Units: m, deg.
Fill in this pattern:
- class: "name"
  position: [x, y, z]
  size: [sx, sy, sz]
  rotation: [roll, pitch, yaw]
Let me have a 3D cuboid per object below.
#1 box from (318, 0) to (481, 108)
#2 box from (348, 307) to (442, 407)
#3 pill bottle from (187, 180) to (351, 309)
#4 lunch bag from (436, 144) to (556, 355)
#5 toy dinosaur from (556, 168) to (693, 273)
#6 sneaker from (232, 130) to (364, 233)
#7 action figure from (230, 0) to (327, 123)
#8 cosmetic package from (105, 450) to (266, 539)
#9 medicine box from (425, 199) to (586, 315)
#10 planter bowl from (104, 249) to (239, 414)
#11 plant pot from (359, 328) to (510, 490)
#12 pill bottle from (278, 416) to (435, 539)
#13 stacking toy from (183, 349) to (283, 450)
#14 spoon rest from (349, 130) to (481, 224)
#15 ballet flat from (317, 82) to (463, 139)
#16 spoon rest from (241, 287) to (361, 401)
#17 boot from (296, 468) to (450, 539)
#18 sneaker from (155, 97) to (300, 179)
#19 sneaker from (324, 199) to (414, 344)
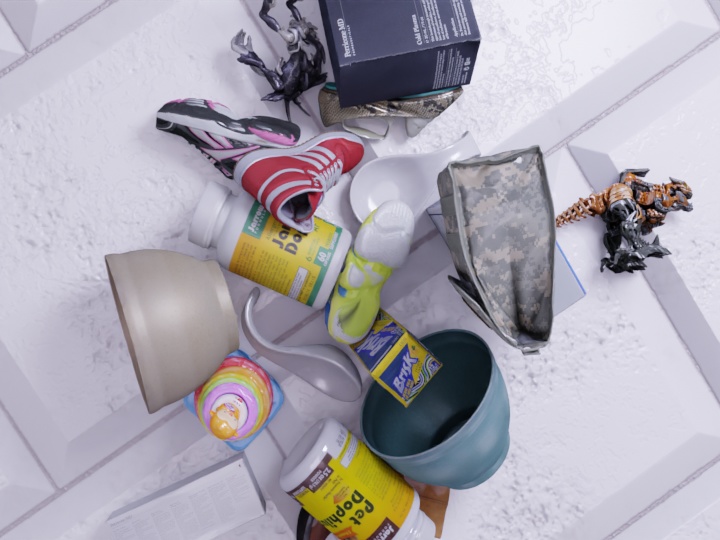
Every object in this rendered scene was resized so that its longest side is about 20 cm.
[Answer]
- class: "box"
  position: [0.040, -0.336, 1.055]
  size: [0.178, 0.104, 0.204]
  rotation: [-10, 72, -4]
- class: "box"
  position: [0.036, 0.102, 1.044]
  size: [0.064, 0.200, 0.070]
  rotation: [41, 89, -13]
- class: "pill bottle"
  position: [-0.119, -0.038, 1.074]
  size: [0.197, 0.113, 0.115]
  rotation: [24, 90, -4]
- class: "lunch bag"
  position: [0.147, -0.018, 0.871]
  size: [0.115, 0.164, 0.205]
  rotation: [-11, 94, 4]
- class: "toy dinosaur"
  position: [0.364, -0.072, 1.138]
  size: [0.195, 0.102, 0.139]
  rotation: [-12, 77, 14]
- class: "sneaker"
  position: [-0.053, -0.113, 1.049]
  size: [0.197, 0.072, 0.113]
  rotation: [-20, 51, -35]
- class: "action figure"
  position: [-0.100, -0.301, 1.076]
  size: [0.117, 0.102, 0.203]
  rotation: [-24, 135, -30]
- class: "cosmetic package"
  position: [-0.231, 0.325, 1.106]
  size: [0.196, 0.051, 0.084]
  rotation: [-23, 95, -4]
- class: "medicine box"
  position: [0.178, -0.028, 1.054]
  size: [0.102, 0.200, 0.184]
  rotation: [-31, 94, 1]
- class: "planter bowl"
  position: [-0.231, 0.062, 1.038]
  size: [0.132, 0.200, 0.205]
  rotation: [-16, 93, -19]
- class: "plant pot"
  position: [0.115, 0.199, 1.073]
  size: [0.199, 0.200, 0.135]
  rotation: [-40, 118, -2]
- class: "pill bottle"
  position: [0.000, 0.288, 1.040]
  size: [0.199, 0.109, 0.110]
  rotation: [42, 88, -8]
- class: "stacking toy"
  position: [-0.164, 0.173, 1.032]
  size: [0.116, 0.200, 0.110]
  rotation: [42, 88, -3]
- class: "spoon rest"
  position: [0.076, -0.128, 1.114]
  size: [0.198, 0.061, 0.101]
  rotation: [-31, 93, -4]
- class: "ballet flat"
  position: [0.040, -0.216, 1.113]
  size: [0.195, 0.068, 0.077]
  rotation: [-1, 113, -1]
- class: "spoon rest"
  position: [-0.082, 0.110, 1.092]
  size: [0.199, 0.100, 0.061]
  rotation: [38, 59, 3]
- class: "boot"
  position: [0.018, 0.337, 1.133]
  size: [0.196, 0.068, 0.193]
  rotation: [16, 83, -12]
- class: "sneaker"
  position: [-0.181, -0.164, 1.087]
  size: [0.196, 0.081, 0.088]
  rotation: [16, 116, 7]
- class: "sneaker"
  position: [0.000, 0.000, 1.095]
  size: [0.075, 0.105, 0.203]
  rotation: [31, 75, -16]
